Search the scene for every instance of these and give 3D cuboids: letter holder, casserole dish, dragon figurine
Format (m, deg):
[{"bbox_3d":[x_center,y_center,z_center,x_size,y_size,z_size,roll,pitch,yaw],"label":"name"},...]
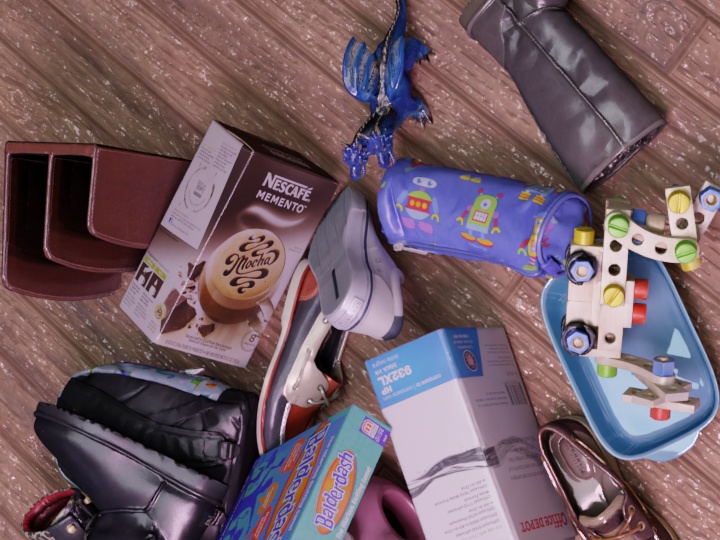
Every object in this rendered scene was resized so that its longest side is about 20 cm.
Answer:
[{"bbox_3d":[-0.239,-0.041,1.806,0.100,0.200,0.143,3,90,25],"label":"letter holder"},{"bbox_3d":[0.236,0.068,1.669,0.121,0.039,0.201,-29,77,21],"label":"casserole dish"},{"bbox_3d":[0.022,-0.180,1.745,0.058,0.099,0.202,1,88,24],"label":"dragon figurine"}]

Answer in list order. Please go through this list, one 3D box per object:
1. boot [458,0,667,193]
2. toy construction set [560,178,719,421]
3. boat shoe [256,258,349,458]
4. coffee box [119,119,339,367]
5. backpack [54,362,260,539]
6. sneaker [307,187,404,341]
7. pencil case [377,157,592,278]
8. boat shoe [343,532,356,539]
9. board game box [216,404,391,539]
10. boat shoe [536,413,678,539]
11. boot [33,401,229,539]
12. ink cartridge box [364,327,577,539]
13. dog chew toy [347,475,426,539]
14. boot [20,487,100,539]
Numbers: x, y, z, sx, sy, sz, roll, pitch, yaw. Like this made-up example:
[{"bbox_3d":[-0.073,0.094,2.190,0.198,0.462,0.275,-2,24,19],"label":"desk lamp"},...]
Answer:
[{"bbox_3d":[0.196,-0.197,1.680,0.182,0.072,0.200,-50,62,30],"label":"boot"},{"bbox_3d":[0.234,0.022,1.608,0.130,0.092,0.202,3,92,5],"label":"toy construction set"},{"bbox_3d":[-0.045,0.091,1.785,0.062,0.071,0.201,13,89,22],"label":"boat shoe"},{"bbox_3d":[-0.121,-0.024,1.788,0.080,0.113,0.201,39,106,47],"label":"coffee box"},{"bbox_3d":[-0.194,0.162,1.820,0.199,0.154,0.164,11,102,10],"label":"backpack"},{"bbox_3d":[0.000,0.000,1.730,0.071,0.201,0.073,31,118,-21],"label":"sneaker"},{"bbox_3d":[0.103,-0.044,1.693,0.199,0.078,0.087,13,77,37],"label":"pencil case"},{"bbox_3d":[-0.051,0.297,1.672,0.200,0.062,0.073,-48,25,29],"label":"boat shoe"},{"bbox_3d":[-0.063,0.211,1.663,0.045,0.153,0.200,34,148,-14],"label":"board game box"},{"bbox_3d":[0.213,0.214,1.654,0.072,0.072,0.201,-34,74,20],"label":"boat shoe"},{"bbox_3d":[-0.233,0.226,1.712,0.199,0.076,0.169,25,83,11],"label":"boot"},{"bbox_3d":[0.098,0.156,1.670,0.083,0.145,0.201,-24,78,23],"label":"ink cartridge box"},{"bbox_3d":[-0.031,0.271,1.746,0.200,0.124,0.125,-39,73,28],"label":"dog chew toy"},{"bbox_3d":[-0.213,0.269,1.782,0.203,0.154,0.074,-10,40,49],"label":"boot"}]
